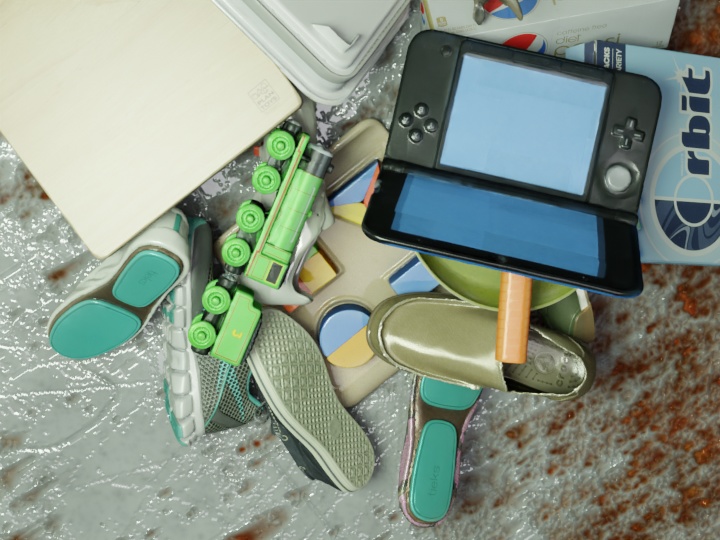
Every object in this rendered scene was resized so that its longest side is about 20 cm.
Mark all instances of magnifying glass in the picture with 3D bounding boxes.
[{"bbox_3d":[0.125,-0.029,0.902,0.079,0.022,0.202,4,92,4],"label":"magnifying glass"}]

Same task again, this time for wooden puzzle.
[{"bbox_3d":[0.000,0.000,0.999,0.185,0.046,0.200,-38,105,5],"label":"wooden puzzle"}]

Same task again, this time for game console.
[{"bbox_3d":[0.115,-0.082,0.828,0.198,0.118,0.172,13,89,2],"label":"game console"}]

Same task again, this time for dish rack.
[{"bbox_3d":[-0.046,-0.242,0.877,0.200,0.172,0.043,42,142,-13],"label":"dish rack"}]

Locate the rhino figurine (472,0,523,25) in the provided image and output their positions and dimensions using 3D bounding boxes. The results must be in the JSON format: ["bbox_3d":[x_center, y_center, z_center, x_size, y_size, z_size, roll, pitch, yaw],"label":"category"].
[{"bbox_3d":[0.061,-0.260,0.881,0.060,0.088,0.200,-39,71,-5],"label":"rhino figurine"}]

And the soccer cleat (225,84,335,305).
[{"bbox_3d":[-0.052,-0.070,0.942,0.077,0.069,0.202,13,95,8],"label":"soccer cleat"}]

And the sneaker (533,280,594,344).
[{"bbox_3d":[0.130,-0.018,0.990,0.089,0.067,0.202,-20,99,-11],"label":"sneaker"}]

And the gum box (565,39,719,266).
[{"bbox_3d":[0.259,-0.090,0.945,0.198,0.044,0.172,1,89,-27],"label":"gum box"}]

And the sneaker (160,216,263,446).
[{"bbox_3d":[-0.125,0.050,0.998,0.090,0.078,0.202,-6,109,-20],"label":"sneaker"}]

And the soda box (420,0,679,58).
[{"bbox_3d":[0.150,-0.208,0.934,0.198,0.064,0.069,-11,61,-2],"label":"soda box"}]

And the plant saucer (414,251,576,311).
[{"bbox_3d":[0.119,-0.068,0.934,0.198,0.031,0.202,0,91,-17],"label":"plant saucer"}]

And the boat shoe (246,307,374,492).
[{"bbox_3d":[-0.056,0.116,0.999,0.062,0.075,0.201,-3,130,38],"label":"boat shoe"}]

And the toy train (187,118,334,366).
[{"bbox_3d":[-0.078,-0.019,0.900,0.056,0.042,0.201,23,99,-7],"label":"toy train"}]

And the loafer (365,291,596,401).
[{"bbox_3d":[0.103,0.061,0.951,0.198,0.067,0.077,10,86,-1],"label":"loafer"}]

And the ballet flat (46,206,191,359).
[{"bbox_3d":[-0.197,0.010,0.961,0.069,0.070,0.200,40,134,-13],"label":"ballet flat"}]

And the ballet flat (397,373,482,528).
[{"bbox_3d":[0.066,0.124,1.017,0.069,0.071,0.202,14,86,-18],"label":"ballet flat"}]

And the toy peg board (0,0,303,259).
[{"bbox_3d":[-0.177,-0.151,0.903,0.199,0.098,0.200,-37,95,5],"label":"toy peg board"}]
